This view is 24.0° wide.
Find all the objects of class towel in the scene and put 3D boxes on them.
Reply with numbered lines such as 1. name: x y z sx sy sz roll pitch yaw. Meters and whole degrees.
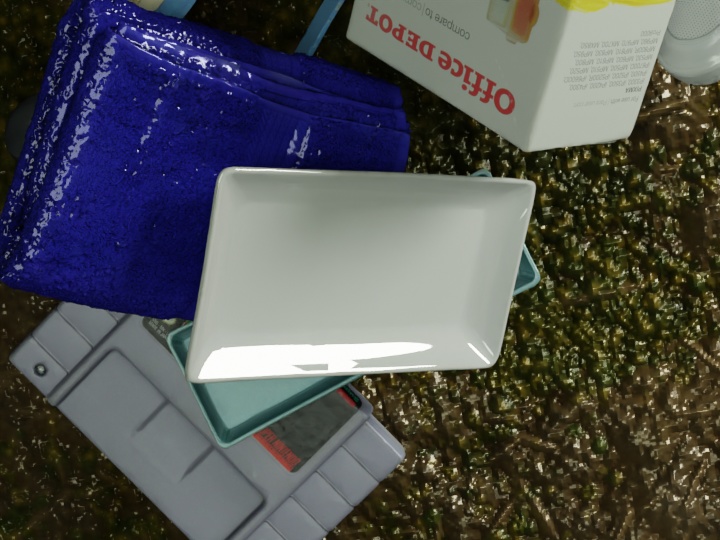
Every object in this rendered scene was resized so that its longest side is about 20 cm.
1. towel: -0.070 -0.042 0.832 0.198 0.049 0.149 13 97 -38

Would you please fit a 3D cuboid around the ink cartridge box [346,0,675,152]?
1. ink cartridge box: 0.085 -0.177 0.815 0.145 0.083 0.202 37 124 39

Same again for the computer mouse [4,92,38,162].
1. computer mouse: -0.098 -0.060 0.921 0.197 0.034 0.059 11 68 1

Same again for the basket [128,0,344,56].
1. basket: -0.084 -0.183 0.866 0.199 0.139 0.177 25 105 -35

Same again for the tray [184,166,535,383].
1. tray: 0.000 0.000 0.859 0.198 0.022 0.109 0 108 -36

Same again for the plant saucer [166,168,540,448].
1. plant saucer: -0.003 0.020 0.925 0.198 0.019 0.070 -28 93 -6

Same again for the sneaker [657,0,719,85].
1. sneaker: 0.173 -0.199 0.844 0.114 0.075 0.202 13 99 -44

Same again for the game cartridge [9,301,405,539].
1. game cartridge: -0.084 0.074 0.955 0.200 0.038 0.130 45 104 -4
